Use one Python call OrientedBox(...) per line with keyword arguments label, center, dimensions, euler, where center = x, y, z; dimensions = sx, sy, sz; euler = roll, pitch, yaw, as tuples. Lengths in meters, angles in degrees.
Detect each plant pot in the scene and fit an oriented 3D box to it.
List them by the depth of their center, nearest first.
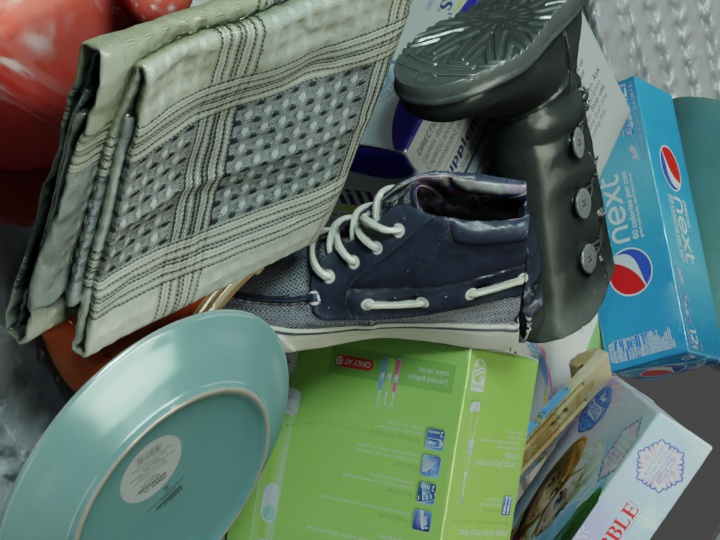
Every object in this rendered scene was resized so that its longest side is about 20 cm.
OrientedBox(label="plant pot", center=(0.284, -0.012, 1.534), dimensions=(0.200, 0.200, 0.162), euler=(35, 79, -53))

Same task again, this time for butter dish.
OrientedBox(label="butter dish", center=(-0.137, -0.133, 0.916), dimensions=(0.199, 0.147, 0.201), euler=(32, 70, -53))

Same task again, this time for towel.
OrientedBox(label="towel", center=(-0.065, -0.051, 0.957), dimensions=(0.199, 0.035, 0.193), euler=(-23, 150, -38))

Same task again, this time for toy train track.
OrientedBox(label="toy train track", center=(0.086, 0.115, 1.284), dimensions=(0.200, 0.032, 0.115), euler=(-43, 137, -30))

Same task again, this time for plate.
OrientedBox(label="plate", center=(-0.103, 0.111, 1.057), dimensions=(0.200, 0.026, 0.201), euler=(-36, 146, -29))

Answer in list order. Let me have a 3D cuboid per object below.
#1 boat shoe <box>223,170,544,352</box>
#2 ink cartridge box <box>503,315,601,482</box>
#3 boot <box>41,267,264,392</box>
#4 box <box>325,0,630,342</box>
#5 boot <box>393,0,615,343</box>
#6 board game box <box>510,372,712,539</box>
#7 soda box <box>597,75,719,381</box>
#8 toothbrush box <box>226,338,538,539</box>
OrientedBox(label="boat shoe", center=(0.002, -0.012, 1.105), dimensions=(0.075, 0.199, 0.093), euler=(-92, -178, -47))
OrientedBox(label="ink cartridge box", center=(0.084, 0.075, 1.356), dimensions=(0.200, 0.067, 0.118), euler=(-39, 128, -46))
OrientedBox(label="boot", center=(-0.102, -0.027, 1.061), dimensions=(0.107, 0.075, 0.201), euler=(52, 56, -41))
OrientedBox(label="box", center=(0.058, -0.089, 1.252), dimensions=(0.185, 0.105, 0.200), euler=(-64, 143, -24))
OrientedBox(label="boot", center=(0.086, -0.049, 1.162), dimensions=(0.165, 0.065, 0.201), euler=(-37, 131, -43))
OrientedBox(label="board game box", center=(0.127, 0.165, 1.278), dimensions=(0.200, 0.041, 0.200), euler=(-56, -176, 2))
OrientedBox(label="soda box", center=(0.196, -0.028, 1.445), dimensions=(0.068, 0.064, 0.201), euler=(14, 63, -57))
OrientedBox(label="toothbrush box", center=(0.007, 0.135, 1.186), dimensions=(0.086, 0.145, 0.201), euler=(15, 84, -56))
